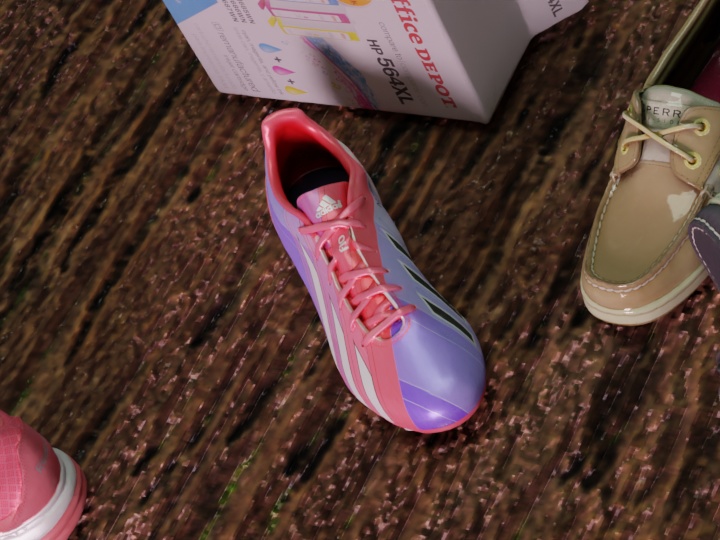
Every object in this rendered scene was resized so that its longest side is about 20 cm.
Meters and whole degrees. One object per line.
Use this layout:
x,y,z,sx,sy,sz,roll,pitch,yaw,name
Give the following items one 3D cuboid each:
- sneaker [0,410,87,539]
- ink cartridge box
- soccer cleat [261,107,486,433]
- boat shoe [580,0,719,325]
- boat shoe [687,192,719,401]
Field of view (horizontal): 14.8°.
-0.240,0.113,1.376,0.199,0.087,0.074,-19,46,11,sneaker
0.008,-0.171,1.448,0.199,0.129,0.126,9,58,32,ink cartridge box
0.000,0.000,1.357,0.066,0.077,0.200,-30,46,1,soccer cleat
0.156,-0.066,1.342,0.074,0.066,0.201,10,58,32,boat shoe
0.189,0.044,1.234,0.065,0.072,0.200,-27,52,-3,boat shoe
